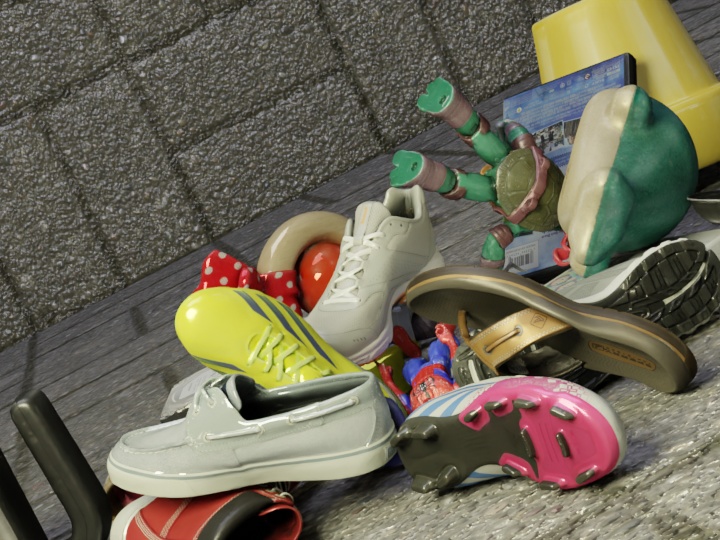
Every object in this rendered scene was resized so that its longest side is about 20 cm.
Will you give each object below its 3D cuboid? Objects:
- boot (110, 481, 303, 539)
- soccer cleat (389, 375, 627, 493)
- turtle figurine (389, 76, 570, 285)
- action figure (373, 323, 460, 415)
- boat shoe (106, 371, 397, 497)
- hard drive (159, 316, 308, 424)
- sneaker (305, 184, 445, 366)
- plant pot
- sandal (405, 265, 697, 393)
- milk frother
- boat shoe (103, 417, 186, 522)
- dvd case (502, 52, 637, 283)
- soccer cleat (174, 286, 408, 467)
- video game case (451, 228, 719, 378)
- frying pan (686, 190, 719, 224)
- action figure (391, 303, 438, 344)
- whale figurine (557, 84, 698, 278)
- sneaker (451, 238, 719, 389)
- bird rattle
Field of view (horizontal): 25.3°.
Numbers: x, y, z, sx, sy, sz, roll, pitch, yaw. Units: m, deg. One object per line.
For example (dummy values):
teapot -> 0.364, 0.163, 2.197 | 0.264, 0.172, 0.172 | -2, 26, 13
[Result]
boot -> -0.059, 0.151, 1.112 | 0.143, 0.073, 0.200 | -8, 21, 47
soccer cleat -> 0.099, 0.089, 0.974 | 0.086, 0.070, 0.199 | -31, 10, -35
turtle figurine -> 0.123, -0.073, 1.370 | 0.100, 0.199, 0.151 | -16, 52, 48
action figure -> 0.051, 0.076, 1.213 | 0.065, 0.052, 0.200 | -34, 18, 9
boat shoe -> -0.076, 0.100, 1.059 | 0.199, 0.072, 0.070 | -7, 19, 12
hard drive -> -0.100, 0.101, 1.601 | 0.198, 0.038, 0.140 | -25, 9, 4
sneaker -> 0.000, 0.000, 1.253 | 0.075, 0.093, 0.200 | 4, 30, 25
plant pot -> 0.259, -0.176, 1.575 | 0.199, 0.191, 0.201 | -23, 2, 1
sandal -> 0.113, 0.047, 1.017 | 0.055, 0.198, 0.082 | -64, -22, -17
milk frother -> -0.298, 0.191, 1.153 | 0.179, 0.189, 0.200 | -23, 10, 28
boat shoe -> -0.130, 0.153, 1.292 | 0.199, 0.074, 0.069 | -33, 8, 24
dvd case -> 0.191, -0.090, 1.465 | 0.142, 0.202, 0.017 | -17, -32, 36
soccer cleat -> -0.039, 0.074, 1.107 | 0.065, 0.199, 0.084 | -54, 29, 2
video game case -> 0.176, 0.027, 1.262 | 0.199, 0.024, 0.182 | -31, 10, -26
frying pan -> 0.344, -0.055, 1.221 | 0.188, 0.031, 0.115 | -3, 6, 15
action figure -> -0.027, 0.071, 1.464 | 0.199, 0.070, 0.130 | -30, 14, -4
whale figurine -> 0.209, -0.063, 1.249 | 0.103, 0.161, 0.200 | 16, 20, 7
sneaker -> 0.156, 0.042, 1.115 | 0.198, 0.075, 0.079 | -22, -2, -10
bird rattle -> -0.045, 0.028, 1.340 | 0.112, 0.199, 0.164 | -23, 39, 57
